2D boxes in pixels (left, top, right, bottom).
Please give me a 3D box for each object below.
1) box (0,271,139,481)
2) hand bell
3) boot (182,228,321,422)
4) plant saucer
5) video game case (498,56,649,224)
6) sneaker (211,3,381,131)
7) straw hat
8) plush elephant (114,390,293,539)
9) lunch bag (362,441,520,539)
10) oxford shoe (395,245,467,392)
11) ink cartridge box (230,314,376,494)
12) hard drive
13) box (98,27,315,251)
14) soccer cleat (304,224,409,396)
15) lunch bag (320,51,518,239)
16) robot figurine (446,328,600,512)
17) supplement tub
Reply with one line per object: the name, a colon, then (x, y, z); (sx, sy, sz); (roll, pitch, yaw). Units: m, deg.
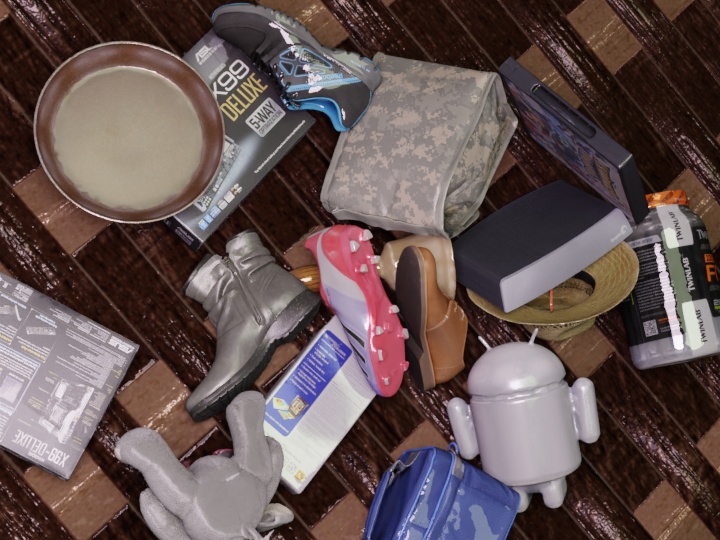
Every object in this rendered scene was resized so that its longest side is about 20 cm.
box: (-0.353, 0.103, 1.335); (0.199, 0.050, 0.158); (29, 71, -11)
hand bell: (0.000, 0.000, 1.471); (0.199, 0.104, 0.105); (-8, 81, -7)
boot: (-0.150, 0.059, 1.415); (0.131, 0.068, 0.200); (41, 75, 10)
plant saucer: (-0.244, -0.144, 1.366); (0.199, 0.032, 0.201); (4, 77, -16)
video game case: (0.244, -0.143, 1.460); (0.026, 0.200, 0.181); (-46, 67, 1)
sneaker: (-0.077, -0.226, 1.417); (0.199, 0.073, 0.082); (25, 78, -5)
straw hat: (0.229, 0.035, 1.519); (0.201, 0.201, 0.085); (-29, 128, -22)
plush elephant: (-0.153, 0.244, 1.328); (0.164, 0.155, 0.201); (-25, 79, -31)
lunch bag: (0.072, 0.282, 1.393); (0.132, 0.136, 0.201); (27, 71, -12)
oxford shoe: (0.082, 0.045, 1.432); (0.071, 0.201, 0.071); (-19, 44, -10)
ink cartridge box: (-0.047, 0.142, 1.438); (0.095, 0.037, 0.200); (41, 71, -7)
hard drive: (0.205, -0.035, 1.512); (0.200, 0.135, 0.042); (-30, 130, -22)
box: (-0.173, -0.148, 1.440); (0.158, 0.050, 0.200); (43, 69, -4)
soccer cleat: (-0.003, 0.044, 1.423); (0.067, 0.076, 0.201); (-36, 115, -48)
lunch bag: (0.063, -0.128, 1.458); (0.163, 0.118, 0.201); (15, 68, 29)
robot figurine: (0.184, 0.168, 1.458); (0.169, 0.113, 0.201); (-10, 93, 11)
supplement tub: (0.368, 0.012, 1.558); (0.122, 0.122, 0.201); (-9, 82, -20)
